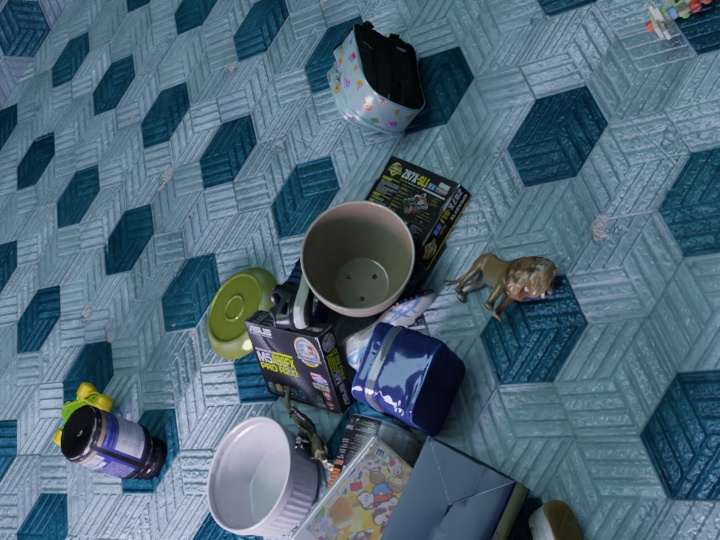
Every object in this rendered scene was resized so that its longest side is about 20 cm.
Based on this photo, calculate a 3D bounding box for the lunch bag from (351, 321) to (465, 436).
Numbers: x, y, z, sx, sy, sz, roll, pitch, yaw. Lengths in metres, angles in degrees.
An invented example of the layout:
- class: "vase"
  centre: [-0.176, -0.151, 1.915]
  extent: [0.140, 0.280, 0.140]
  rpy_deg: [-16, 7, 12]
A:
- class: "lunch bag"
  centre: [0.074, 0.171, 1.509]
  extent: [0.130, 0.200, 0.138]
  rpy_deg: [20, 77, 26]

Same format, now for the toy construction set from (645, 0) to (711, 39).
- class: "toy construction set"
  centre: [0.549, -0.438, 1.513]
  extent: [0.197, 0.092, 0.133]
  rpy_deg: [-22, 54, 17]

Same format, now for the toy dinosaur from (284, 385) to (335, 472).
- class: "toy dinosaur"
  centre: [-0.096, 0.276, 1.634]
  extent: [0.047, 0.088, 0.201]
  rpy_deg: [-35, 65, 2]

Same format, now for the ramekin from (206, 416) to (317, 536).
- class: "ramekin"
  centre: [-0.165, 0.369, 1.661]
  extent: [0.197, 0.105, 0.204]
  rpy_deg: [-20, 56, 32]

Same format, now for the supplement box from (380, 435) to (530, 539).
- class: "supplement box"
  centre: [0.130, 0.360, 1.321]
  extent: [0.132, 0.200, 0.203]
  rpy_deg: [24, 82, 21]

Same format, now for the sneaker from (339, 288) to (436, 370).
- class: "sneaker"
  centre: [0.056, 0.102, 1.657]
  extent: [0.199, 0.072, 0.073]
  rpy_deg: [-37, 88, 9]

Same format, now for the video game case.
- class: "video game case"
  centre: [0.023, 0.385, 1.432]
  extent: [0.201, 0.182, 0.023]
  rpy_deg: [-49, 6, -9]

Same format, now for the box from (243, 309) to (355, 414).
- class: "box"
  centre: [-0.110, 0.162, 1.695]
  extent: [0.197, 0.163, 0.044]
  rpy_deg: [9, 35, 42]

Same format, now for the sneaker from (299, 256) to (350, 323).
- class: "sneaker"
  centre: [-0.066, 0.034, 1.779]
  extent: [0.114, 0.080, 0.203]
  rpy_deg: [-14, 57, 37]

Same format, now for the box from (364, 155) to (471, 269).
- class: "box"
  centre: [0.089, -0.110, 1.748]
  extent: [0.199, 0.049, 0.161]
  rpy_deg: [28, 84, 46]

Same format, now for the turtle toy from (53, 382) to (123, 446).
- class: "turtle toy"
  centre: [-0.587, 0.327, 2.048]
  extent: [0.198, 0.101, 0.148]
  rpy_deg: [20, 80, 45]

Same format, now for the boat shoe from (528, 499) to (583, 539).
- class: "boat shoe"
  centre: [0.280, 0.421, 1.286]
  extent: [0.069, 0.070, 0.203]
  rpy_deg: [-47, 47, 47]

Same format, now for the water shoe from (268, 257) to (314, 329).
- class: "water shoe"
  centre: [-0.122, 0.030, 1.679]
  extent: [0.077, 0.073, 0.201]
  rpy_deg: [-5, 29, 5]

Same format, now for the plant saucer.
- class: "plant saucer"
  centre: [-0.251, 0.082, 1.947]
  extent: [0.197, 0.031, 0.204]
  rpy_deg: [-20, 55, 31]

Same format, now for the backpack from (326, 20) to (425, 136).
- class: "backpack"
  centre: [0.032, -0.360, 1.850]
  extent: [0.154, 0.173, 0.203]
  rpy_deg: [-47, 44, 33]

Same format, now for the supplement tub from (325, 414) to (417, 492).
- class: "supplement tub"
  centre: [0.010, 0.344, 1.512]
  extent: [0.121, 0.122, 0.204]
  rpy_deg: [5, 71, 42]

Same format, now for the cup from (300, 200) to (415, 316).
- class: "cup"
  centre: [0.000, 0.000, 1.665]
  extent: [0.195, 0.144, 0.204]
  rpy_deg: [-2, 67, 4]

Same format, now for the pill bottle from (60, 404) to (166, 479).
- class: "pill bottle"
  centre: [-0.486, 0.349, 1.878]
  extent: [0.110, 0.199, 0.114]
  rpy_deg: [-19, 55, 30]

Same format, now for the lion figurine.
- class: "lion figurine"
  centre: [0.226, 0.009, 1.551]
  extent: [0.123, 0.072, 0.199]
  rpy_deg: [-52, 40, -6]
